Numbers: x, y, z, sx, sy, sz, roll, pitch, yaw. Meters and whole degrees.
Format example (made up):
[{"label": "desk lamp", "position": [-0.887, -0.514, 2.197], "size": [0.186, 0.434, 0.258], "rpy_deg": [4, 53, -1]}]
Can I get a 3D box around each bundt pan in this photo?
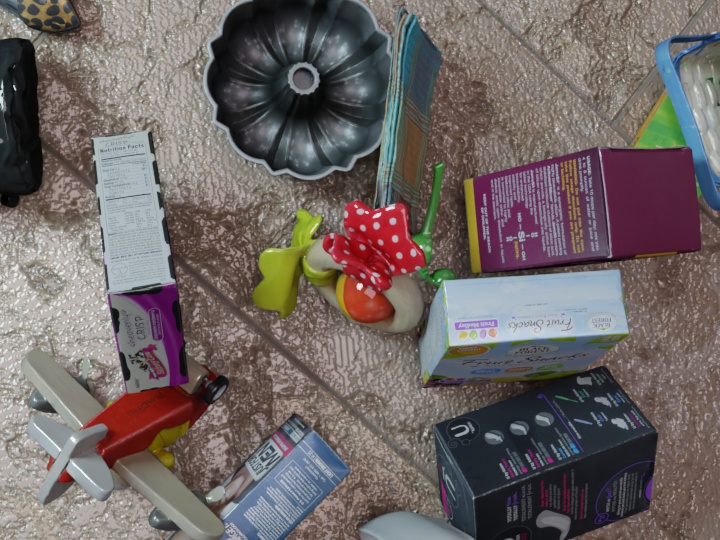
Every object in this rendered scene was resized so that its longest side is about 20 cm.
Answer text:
[{"label": "bundt pan", "position": [-0.063, -0.188, 1.018], "size": [0.199, 0.076, 0.205], "rpy_deg": [1, 87, -11]}]

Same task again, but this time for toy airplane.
[{"label": "toy airplane", "position": [-0.223, 0.164, 0.930], "size": [0.197, 0.142, 0.201], "rpy_deg": [10, 42, -21]}]

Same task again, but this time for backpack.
[{"label": "backpack", "position": [-0.408, -0.145, 0.928], "size": [0.197, 0.127, 0.169], "rpy_deg": [-1, 91, -7]}]

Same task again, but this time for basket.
[{"label": "basket", "position": [0.392, -0.165, 1.035], "size": [0.199, 0.138, 0.178], "rpy_deg": [-18, 90, -42]}]

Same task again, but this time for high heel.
[{"label": "high heel", "position": [-0.305, -0.343, 0.977], "size": [0.142, 0.071, 0.201], "rpy_deg": [28, 100, -2]}]

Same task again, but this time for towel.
[{"label": "towel", "position": [0.050, -0.145, 1.008], "size": [0.021, 0.147, 0.203], "rpy_deg": [6, 86, 16]}]

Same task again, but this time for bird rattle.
[{"label": "bird rattle", "position": [0.000, 0.000, 0.974], "size": [0.163, 0.199, 0.113], "rpy_deg": [45, 54, -33]}]

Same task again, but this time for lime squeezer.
[{"label": "lime squeezer", "position": [0.093, -0.010, 1.055], "size": [0.070, 0.038, 0.201], "rpy_deg": [-31, 108, -17]}]

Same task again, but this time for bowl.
[{"label": "bowl", "position": [0.091, 0.320, 0.962], "size": [0.074, 0.200, 0.201], "rpy_deg": [-34, 96, -16]}]

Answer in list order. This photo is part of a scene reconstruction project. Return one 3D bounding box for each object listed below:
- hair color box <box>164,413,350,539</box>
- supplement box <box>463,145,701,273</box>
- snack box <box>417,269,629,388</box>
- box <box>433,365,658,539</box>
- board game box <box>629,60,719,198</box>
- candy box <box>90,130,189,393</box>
[{"label": "hair color box", "position": [-0.108, 0.237, 0.976], "size": [0.200, 0.100, 0.061], "rpy_deg": [-45, 101, -10]}, {"label": "supplement box", "position": [0.215, -0.057, 0.986], "size": [0.130, 0.199, 0.105], "rpy_deg": [-4, 87, -32]}, {"label": "snack box", "position": [0.149, 0.062, 0.972], "size": [0.167, 0.200, 0.068], "rpy_deg": [-4, 71, -4]}, {"label": "box", "position": [0.185, 0.199, 1.008], "size": [0.198, 0.106, 0.123], "rpy_deg": [-17, 128, -12]}, {"label": "board game box", "position": [0.353, -0.129, 1.119], "size": [0.095, 0.030, 0.201], "rpy_deg": [35, 79, -7]}, {"label": "candy box", "position": [-0.202, -0.011, 0.906], "size": [0.060, 0.137, 0.201], "rpy_deg": [-8, 47, -11]}]
